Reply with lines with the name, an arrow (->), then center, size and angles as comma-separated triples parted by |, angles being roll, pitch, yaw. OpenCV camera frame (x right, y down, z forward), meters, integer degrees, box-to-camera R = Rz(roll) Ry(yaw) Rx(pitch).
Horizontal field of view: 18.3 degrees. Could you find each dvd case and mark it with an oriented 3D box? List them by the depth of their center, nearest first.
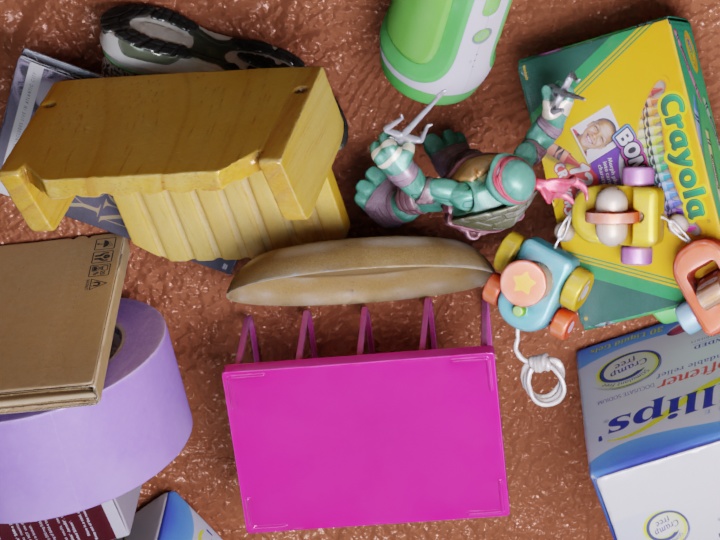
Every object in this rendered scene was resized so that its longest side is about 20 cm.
dvd case -> -0.170, -0.077, 1.657 | 0.199, 0.016, 0.149 | 20, 139, -5

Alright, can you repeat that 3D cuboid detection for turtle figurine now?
turtle figurine -> 0.077, -0.072, 1.556 | 0.149, 0.200, 0.101 | -11, 90, -22

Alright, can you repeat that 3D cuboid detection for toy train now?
toy train -> 0.176, 0.014, 1.556 | 0.200, 0.056, 0.151 | -26, 84, 23

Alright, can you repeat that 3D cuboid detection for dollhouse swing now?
dollhouse swing -> -0.116, -0.039, 1.562 | 0.199, 0.182, 0.176 | -1, 123, 15

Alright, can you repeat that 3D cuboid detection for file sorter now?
file sorter -> 0.008, 0.102, 1.705 | 0.199, 0.126, 0.139 | -5, 116, 6

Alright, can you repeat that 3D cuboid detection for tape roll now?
tape roll -> -0.231, 0.101, 1.674 | 0.199, 0.200, 0.085 | -10, 113, 7

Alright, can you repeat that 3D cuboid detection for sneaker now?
sneaker -> -0.106, -0.124, 1.647 | 0.199, 0.077, 0.089 | 23, 127, -2

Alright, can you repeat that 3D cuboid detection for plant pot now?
plant pot -> 0.000, 0.000, 1.639 | 0.199, 0.200, 0.028 | -5, 83, 5

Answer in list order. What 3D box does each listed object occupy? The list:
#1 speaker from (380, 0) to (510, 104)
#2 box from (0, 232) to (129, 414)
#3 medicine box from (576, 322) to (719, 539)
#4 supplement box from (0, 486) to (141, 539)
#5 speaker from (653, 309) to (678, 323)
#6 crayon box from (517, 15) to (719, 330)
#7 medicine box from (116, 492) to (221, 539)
speaker -> 0.069, -0.208, 1.541 | 0.088, 0.089, 0.200 | 13, 139, -4
box -> -0.261, 0.040, 1.648 | 0.163, 0.200, 0.021 | -6, 123, 5
medicine box -> 0.264, 0.117, 1.659 | 0.182, 0.200, 0.103 | -19, 112, 10
supplement box -> -0.276, 0.186, 1.764 | 0.199, 0.109, 0.061 | -19, 112, 9
speaker -> 0.291, -0.041, 1.650 | 0.200, 0.089, 0.089 | -31, 109, 15
crayon box -> 0.197, -0.069, 1.603 | 0.118, 0.058, 0.201 | -15, 88, 24
medicine box -> -0.130, 0.309, 1.764 | 0.103, 0.182, 0.200 | -36, 108, 16
